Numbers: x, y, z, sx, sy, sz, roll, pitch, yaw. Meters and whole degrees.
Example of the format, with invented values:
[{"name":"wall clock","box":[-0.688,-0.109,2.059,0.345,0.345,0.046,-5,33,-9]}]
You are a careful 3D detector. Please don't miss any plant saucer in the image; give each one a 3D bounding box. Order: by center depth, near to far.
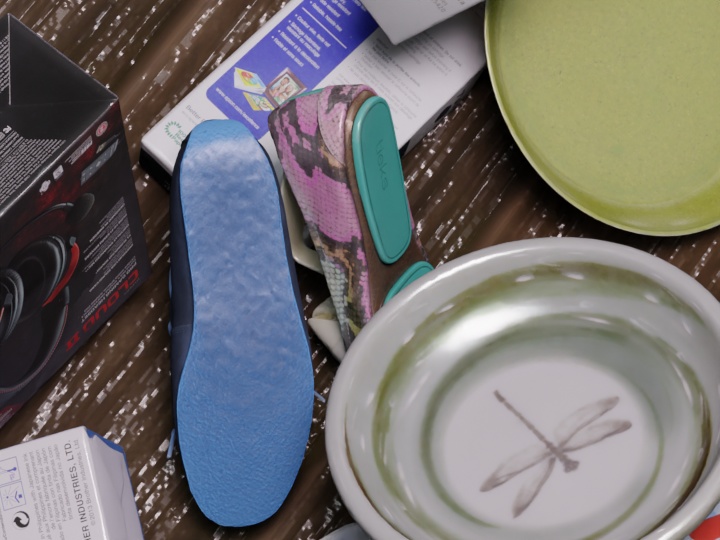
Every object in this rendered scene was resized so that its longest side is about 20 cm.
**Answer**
[{"name":"plant saucer","box":[0.084,0.075,1.276,0.199,0.050,0.201,-7,50,8]},{"name":"plant saucer","box":[0.147,-0.116,1.448,0.199,0.031,0.201,4,81,-25]}]

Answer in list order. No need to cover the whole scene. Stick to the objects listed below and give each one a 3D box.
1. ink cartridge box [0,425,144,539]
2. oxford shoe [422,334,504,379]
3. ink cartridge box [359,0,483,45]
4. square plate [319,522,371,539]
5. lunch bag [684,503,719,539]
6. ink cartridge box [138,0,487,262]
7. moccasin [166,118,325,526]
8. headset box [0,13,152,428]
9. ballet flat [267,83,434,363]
[{"name":"ink cartridge box","box":[-0.198,0.166,1.290,0.199,0.076,0.137,-16,73,6]},{"name":"oxford shoe","box":[0.114,0.039,1.375,0.199,0.070,0.075,-16,102,-28]},{"name":"ink cartridge box","box":[0.093,-0.219,1.399,0.044,0.173,0.200,49,37,-25]},{"name":"square plate","box":[-0.038,0.251,1.294,0.198,0.028,0.200,-31,76,3]},{"name":"lunch bag","box":[0.132,0.170,1.273,0.199,0.076,0.161,2,52,10]},{"name":"ink cartridge box","box":[-0.013,-0.094,1.444,0.099,0.039,0.200,44,73,9]},{"name":"moccasin","box":[-0.057,0.024,1.368,0.080,0.068,0.201,1,98,-8]},{"name":"headset box","box":[-0.179,-0.004,1.307,0.075,0.200,0.149,37,69,18]},{"name":"ballet flat","box":[0.000,0.000,1.379,0.069,0.071,0.201,-44,125,-48]}]
